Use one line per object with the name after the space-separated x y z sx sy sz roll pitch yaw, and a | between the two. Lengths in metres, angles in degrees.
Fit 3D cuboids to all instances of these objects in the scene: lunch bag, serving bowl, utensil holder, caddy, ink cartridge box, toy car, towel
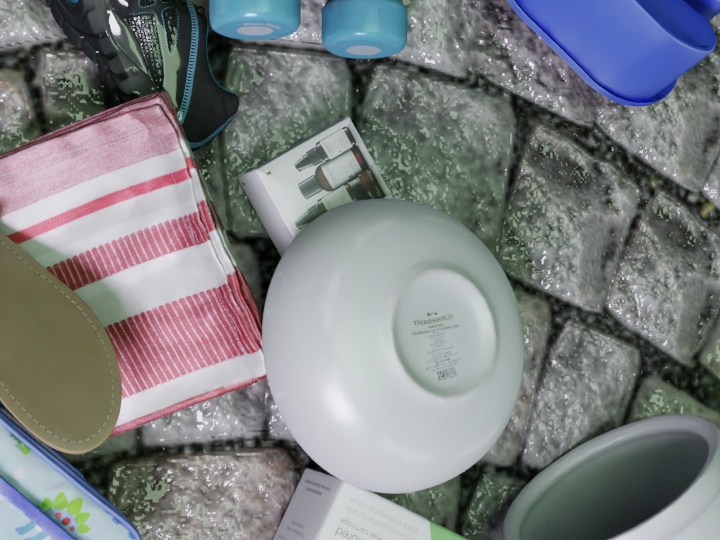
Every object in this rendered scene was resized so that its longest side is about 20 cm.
-0.247 0.165 0.813 0.200 0.082 0.161 46 71 -15 | lunch bag
0.037 0.046 0.866 0.200 0.066 0.200 7 78 -32 | serving bowl
0.223 0.232 0.946 0.170 0.170 0.200 -35 103 -19 | utensil holder
0.182 -0.215 0.980 0.200 0.105 0.141 41 52 -14 | caddy
-0.007 0.258 0.897 0.146 0.084 0.200 28 78 -17 | ink cartridge box
0.006 -0.252 0.847 0.177 0.200 0.184 4 85 -35 | toy car
-0.153 0.001 0.850 0.144 0.023 0.200 -21 98 10 | towel

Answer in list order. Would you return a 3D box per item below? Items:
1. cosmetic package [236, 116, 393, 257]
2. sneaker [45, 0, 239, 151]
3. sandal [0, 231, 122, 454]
0.000 0.000 0.928 0.083 0.051 0.200 -32 99 -18 | cosmetic package
-0.152 -0.170 0.873 0.082 0.073 0.200 -31 108 -28 | sneaker
-0.223 0.034 0.838 0.078 0.070 0.212 -35 77 -25 | sandal
